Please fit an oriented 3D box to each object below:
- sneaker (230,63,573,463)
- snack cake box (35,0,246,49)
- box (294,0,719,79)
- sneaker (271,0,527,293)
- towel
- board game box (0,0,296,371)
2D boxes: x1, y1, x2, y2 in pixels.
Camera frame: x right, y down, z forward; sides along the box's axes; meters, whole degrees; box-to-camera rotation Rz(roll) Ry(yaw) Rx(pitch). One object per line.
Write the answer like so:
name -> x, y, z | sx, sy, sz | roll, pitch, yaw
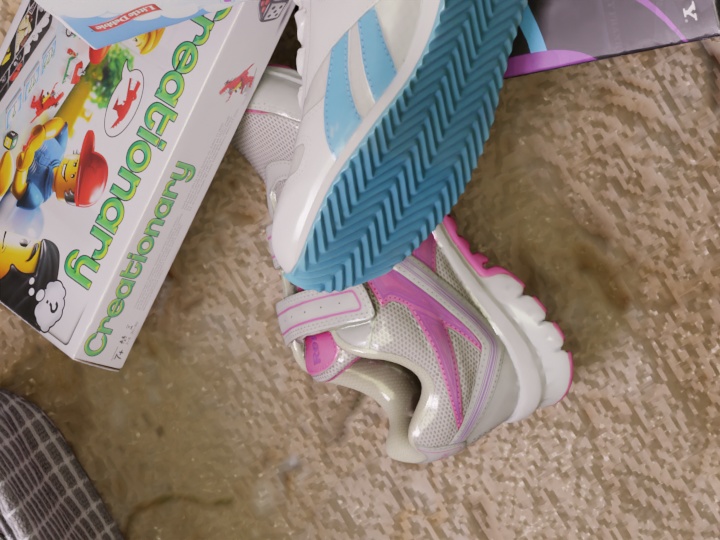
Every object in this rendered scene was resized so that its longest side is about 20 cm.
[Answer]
sneaker -> 0.000, 0.000, 1.084 | 0.088, 0.081, 0.200 | -40, 90, -25
snack cake box -> -0.075, -0.199, 0.968 | 0.115, 0.067, 0.201 | -14, 67, 18
box -> 0.056, -0.152, 1.063 | 0.199, 0.036, 0.144 | -10, 95, 31
sneaker -> 0.009, -0.088, 1.031 | 0.081, 0.076, 0.201 | 24, 93, 38
towel -> -0.141, 0.148, 1.090 | 0.085, 0.166, 0.200 | -31, 92, 3
board game box -> -0.108, -0.074, 1.095 | 0.126, 0.035, 0.201 | 32, 100, 39
